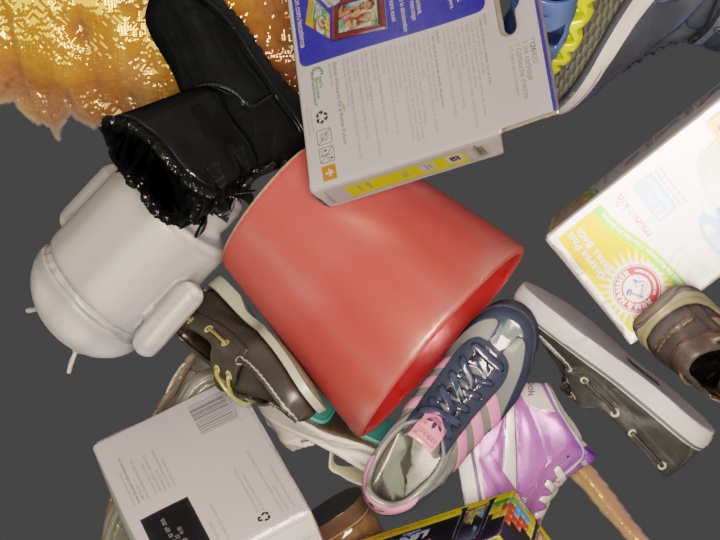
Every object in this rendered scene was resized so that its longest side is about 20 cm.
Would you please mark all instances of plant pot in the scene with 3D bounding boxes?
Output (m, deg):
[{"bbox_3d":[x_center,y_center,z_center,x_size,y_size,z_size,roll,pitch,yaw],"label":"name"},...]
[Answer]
[{"bbox_3d":[0.000,0.000,1.557,0.177,0.200,0.201,41,102,8],"label":"plant pot"}]

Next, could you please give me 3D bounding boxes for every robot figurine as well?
[{"bbox_3d":[-0.188,-0.009,1.609,0.200,0.113,0.170,-44,52,12],"label":"robot figurine"}]

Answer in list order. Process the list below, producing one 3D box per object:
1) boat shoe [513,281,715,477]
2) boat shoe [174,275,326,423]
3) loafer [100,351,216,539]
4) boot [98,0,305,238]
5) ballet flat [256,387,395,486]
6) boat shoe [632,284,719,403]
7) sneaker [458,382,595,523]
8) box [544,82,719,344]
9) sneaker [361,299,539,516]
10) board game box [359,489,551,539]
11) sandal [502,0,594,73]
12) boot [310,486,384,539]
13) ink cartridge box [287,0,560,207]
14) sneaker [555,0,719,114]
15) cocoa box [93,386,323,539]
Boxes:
[{"bbox_3d":[0.194,0.089,1.600,0.199,0.069,0.057,39,103,-3],"label":"boat shoe"},{"bbox_3d":[-0.090,0.073,1.565,0.060,0.201,0.072,-37,123,-7],"label":"boat shoe"},{"bbox_3d":[-0.161,0.160,1.670,0.071,0.063,0.201,20,107,-30],"label":"loafer"},{"bbox_3d":[-0.138,-0.128,1.545,0.199,0.162,0.073,48,134,8],"label":"boot"},{"bbox_3d":[-0.026,0.133,1.643,0.199,0.069,0.070,29,102,1],"label":"ballet flat"},{"bbox_3d":[0.286,0.075,1.532,0.075,0.199,0.074,-47,48,24],"label":"boat shoe"},{"bbox_3d":[0.141,0.190,1.624,0.113,0.073,0.203,-9,101,3],"label":"sneaker"},{"bbox_3d":[0.253,-0.051,1.550,0.199,0.101,0.113,-38,93,12],"label":"box"},{"bbox_3d":[0.071,0.112,1.556,0.070,0.082,0.201,34,97,9],"label":"sneaker"},{"bbox_3d":[0.080,0.275,1.585,0.199,0.057,0.166,-23,114,34],"label":"board game box"},{"bbox_3d":[0.141,-0.220,1.496,0.086,0.080,0.201,5,140,-26],"label":"sandal"},{"bbox_3d":[-0.065,0.265,1.666,0.199,0.074,0.076,-31,105,9],"label":"boot"},{"bbox_3d":[0.046,-0.168,1.470,0.198,0.047,0.200,-15,67,18],"label":"ink cartridge box"},{"bbox_3d":[0.238,-0.180,1.542,0.145,0.078,0.203,12,139,-26],"label":"sneaker"},{"bbox_3d":[-0.109,0.209,1.558,0.132,0.200,0.132,-25,124,-9],"label":"cocoa box"}]
